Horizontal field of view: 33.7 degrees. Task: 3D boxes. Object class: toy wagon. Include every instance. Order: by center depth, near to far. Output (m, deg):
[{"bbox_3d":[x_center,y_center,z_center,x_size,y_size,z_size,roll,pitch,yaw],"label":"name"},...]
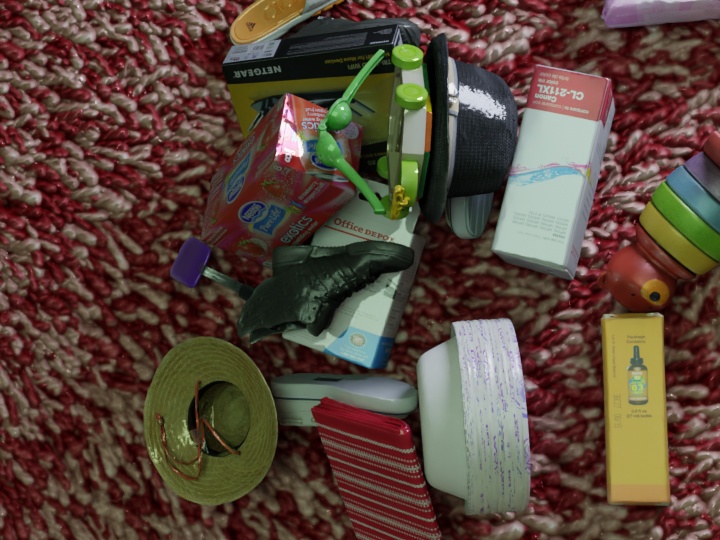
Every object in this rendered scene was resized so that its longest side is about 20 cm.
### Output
[{"bbox_3d":[0.046,-0.126,1.215,0.039,0.155,0.200,3,43,-5],"label":"toy wagon"}]

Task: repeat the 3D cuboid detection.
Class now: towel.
[{"bbox_3d":[0.026,0.233,1.271,0.144,0.022,0.201,10,125,46],"label":"towel"}]

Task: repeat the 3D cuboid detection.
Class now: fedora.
[{"bbox_3d":[0.111,-0.146,1.243,0.091,0.201,0.201,4,85,-5],"label":"fedora"}]

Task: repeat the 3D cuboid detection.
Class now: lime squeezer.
[{"bbox_3d":[-0.011,-0.146,1.218,0.070,0.038,0.201,-9,60,18],"label":"lime squeezer"}]

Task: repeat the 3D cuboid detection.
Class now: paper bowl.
[{"bbox_3d":[0.114,0.152,1.235,0.104,0.201,0.201,-5,83,2],"label":"paper bowl"}]

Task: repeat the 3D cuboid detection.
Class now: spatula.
[{"bbox_3d":[-0.153,0.015,1.393,0.200,0.021,0.057,26,92,33],"label":"spatula"}]

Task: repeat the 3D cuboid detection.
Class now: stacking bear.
[{"bbox_3d":[0.340,-0.037,1.249,0.121,0.114,0.200,33,109,-26],"label":"stacking bear"}]

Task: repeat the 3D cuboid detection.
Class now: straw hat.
[{"bbox_3d":[-0.152,0.168,1.375,0.201,0.085,0.202,3,95,32],"label":"straw hat"}]

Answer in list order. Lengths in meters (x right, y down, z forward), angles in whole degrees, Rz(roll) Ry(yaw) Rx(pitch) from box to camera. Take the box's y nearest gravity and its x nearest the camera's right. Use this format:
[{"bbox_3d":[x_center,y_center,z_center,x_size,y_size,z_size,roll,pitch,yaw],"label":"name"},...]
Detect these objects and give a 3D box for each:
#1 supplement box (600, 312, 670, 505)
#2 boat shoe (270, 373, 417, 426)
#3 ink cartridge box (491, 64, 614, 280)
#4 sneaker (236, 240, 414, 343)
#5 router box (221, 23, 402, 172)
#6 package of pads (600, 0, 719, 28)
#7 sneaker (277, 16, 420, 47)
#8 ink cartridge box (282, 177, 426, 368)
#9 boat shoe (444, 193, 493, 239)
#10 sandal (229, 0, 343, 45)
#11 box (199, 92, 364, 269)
[{"bbox_3d":[0.293,0.146,1.265,0.066,0.069,0.201,-2,86,14],"label":"supplement box"},{"bbox_3d":[-0.020,0.156,1.329,0.199,0.072,0.066,0,100,34],"label":"boat shoe"},{"bbox_3d":[0.208,-0.100,1.269,0.083,0.146,0.201,14,88,14],"label":"ink cartridge box"},{"bbox_3d":[-0.038,0.026,1.296,0.199,0.060,0.105,-1,76,22],"label":"sneaker"},{"bbox_3d":[-0.040,-0.186,1.349,0.199,0.052,0.158,-5,126,15],"label":"router box"},{"bbox_3d":[0.359,-0.332,1.288,0.199,0.076,0.121,-2,87,15],"label":"package of pads"},{"bbox_3d":[-0.026,-0.264,1.380,0.199,0.076,0.091,-9,45,18],"label":"sneaker"},{"bbox_3d":[0.000,0.000,1.357,0.116,0.068,0.201,18,90,17],"label":"ink cartridge box"},{"bbox_3d":[0.111,-0.132,1.349,0.062,0.072,0.201,-6,75,32],"label":"boat shoe"},{"bbox_3d":[-0.075,-0.336,1.405,0.206,0.059,0.079,-35,61,6],"label":"sandal"},{"bbox_3d":[-0.089,-0.094,1.311,0.099,0.200,0.096,22,56,-22],"label":"box"}]
